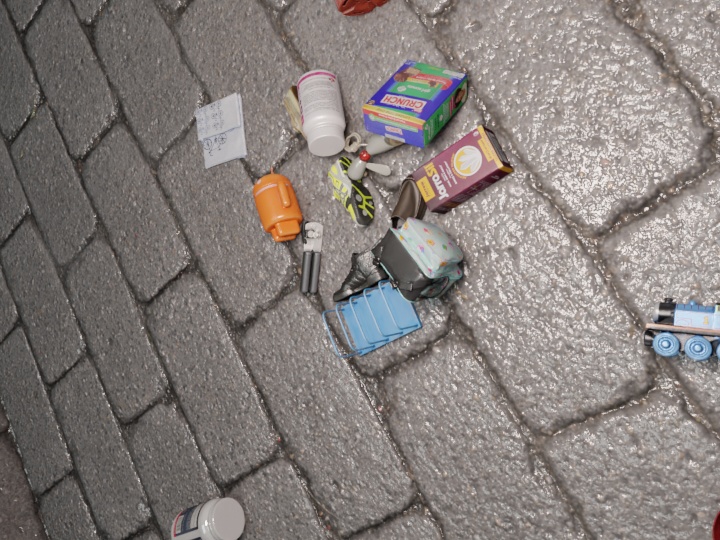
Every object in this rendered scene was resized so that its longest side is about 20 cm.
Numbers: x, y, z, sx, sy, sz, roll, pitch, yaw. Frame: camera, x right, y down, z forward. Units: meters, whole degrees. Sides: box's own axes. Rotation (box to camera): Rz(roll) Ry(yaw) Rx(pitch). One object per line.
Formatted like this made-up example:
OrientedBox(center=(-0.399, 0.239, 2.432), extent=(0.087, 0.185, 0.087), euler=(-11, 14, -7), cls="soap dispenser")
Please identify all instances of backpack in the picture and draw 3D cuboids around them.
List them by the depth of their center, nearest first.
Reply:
OrientedBox(center=(0.145, -0.024, 1.339), extent=(0.153, 0.200, 0.176), euler=(-48, 64, 17), cls="backpack")

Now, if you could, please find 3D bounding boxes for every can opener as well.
OrientedBox(center=(-0.138, -0.037, 1.604), extent=(0.066, 0.052, 0.201), euler=(-173, 86, -66), cls="can opener")

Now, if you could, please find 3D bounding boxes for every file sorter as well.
OrientedBox(center=(0.023, 0.121, 1.458), extent=(0.200, 0.123, 0.139), euler=(-30, 75, 29), cls="file sorter")

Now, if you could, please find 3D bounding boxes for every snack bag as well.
OrientedBox(center=(-0.432, -0.426, 1.788), extent=(0.188, 0.021, 0.201), euler=(-9, 86, 31), cls="snack bag")

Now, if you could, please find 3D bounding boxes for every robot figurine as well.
OrientedBox(center=(-0.233, -0.181, 1.614), extent=(0.116, 0.144, 0.201), euler=(-21, 78, 10), cls="robot figurine")

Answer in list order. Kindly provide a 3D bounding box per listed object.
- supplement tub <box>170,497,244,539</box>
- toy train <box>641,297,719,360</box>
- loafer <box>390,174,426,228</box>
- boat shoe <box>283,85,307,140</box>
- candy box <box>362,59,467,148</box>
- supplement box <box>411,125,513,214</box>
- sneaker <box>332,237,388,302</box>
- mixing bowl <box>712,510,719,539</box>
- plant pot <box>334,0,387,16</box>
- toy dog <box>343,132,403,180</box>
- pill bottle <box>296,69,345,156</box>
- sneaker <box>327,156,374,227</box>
OrientedBox(center=(-0.463, 0.776, 1.757), extent=(0.200, 0.140, 0.141), euler=(-29, 76, 29), cls="supplement tub")
OrientedBox(center=(0.646, 0.114, 1.101), extent=(0.199, 0.087, 0.115), euler=(5, 84, 34), cls="toy train")
OrientedBox(center=(0.114, -0.138, 1.427), extent=(0.073, 0.071, 0.201), euler=(11, 97, 31), cls="loafer")
OrientedBox(center=(-0.156, -0.411, 1.593), extent=(0.065, 0.072, 0.200), euler=(-38, 72, 39), cls="boat shoe")
OrientedBox(center=(0.128, -0.391, 1.348), extent=(0.169, 0.077, 0.200), euler=(25, 63, 28), cls="candy box")
OrientedBox(center=(0.234, -0.229, 1.343), extent=(0.200, 0.086, 0.111), euler=(-32, 75, 28), cls="supplement box")
OrientedBox(center=(-0.002, 0.000, 1.510), extent=(0.199, 0.060, 0.105), euler=(-27, 78, 24), cls="sneaker")
OrientedBox(center=(0.744, 0.483, 1.011), extent=(0.200, 0.108, 0.201), euler=(20, 114, 55), cls="mixing bowl")
OrientedBox(center=(-0.015, -0.761, 1.437), extent=(0.200, 0.201, 0.196), euler=(-18, 90, 31), cls="plant pot")
OrientedBox(center=(0.056, -0.308, 1.457), extent=(0.200, 0.096, 0.132), euler=(-26, 62, 42), cls="toy dog")
OrientedBox(center=(-0.100, -0.408, 1.506), extent=(0.113, 0.113, 0.201), euler=(-22, 65, 30), cls="pill bottle")
OrientedBox(center=(-0.026, -0.198, 1.521), extent=(0.076, 0.075, 0.201), euler=(-36, 64, 39), cls="sneaker")
